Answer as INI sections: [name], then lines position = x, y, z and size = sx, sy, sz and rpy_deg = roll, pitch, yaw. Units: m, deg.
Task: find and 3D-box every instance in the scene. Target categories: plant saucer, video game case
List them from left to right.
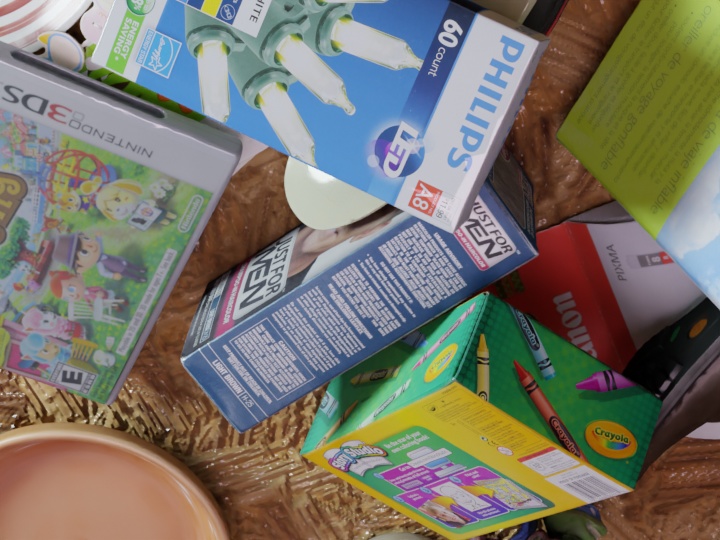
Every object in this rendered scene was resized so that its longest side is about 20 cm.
[video game case]
position = -0.188, -0.026, 0.883
size = 0.181, 0.022, 0.200
rpy_deg = 21, 122, -16
[plant saucer]
position = -0.180, 0.178, 1.012
size = 0.199, 0.038, 0.201
rpy_deg = 1, 119, 1

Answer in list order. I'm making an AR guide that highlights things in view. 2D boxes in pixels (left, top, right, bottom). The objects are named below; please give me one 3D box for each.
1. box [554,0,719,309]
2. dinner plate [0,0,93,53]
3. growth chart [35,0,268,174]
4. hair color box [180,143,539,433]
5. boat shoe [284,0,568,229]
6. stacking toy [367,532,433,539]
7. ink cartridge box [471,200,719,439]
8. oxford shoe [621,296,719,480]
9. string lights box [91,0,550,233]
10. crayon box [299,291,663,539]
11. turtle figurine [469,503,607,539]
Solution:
[box]
position = 0.195, -0.055, 0.787
size = 0.048, 0.200, 0.122
rpy_deg = 5, 126, -41
[dinner plate]
position = -0.222, -0.202, 0.816
size = 0.199, 0.024, 0.201
rpy_deg = 1, 118, 1
[growth chart]
position = -0.132, -0.074, 0.874
size = 0.144, 0.018, 0.200
rpy_deg = 35, 118, -24
[hair color box]
position = 0.000, 0.000, 0.873
size = 0.200, 0.100, 0.061
rpy_deg = -32, 110, 17
[boat shoe]
position = 0.038, -0.100, 0.827
size = 0.074, 0.063, 0.202
rpy_deg = 45, 108, 18
[stacking toy]
position = 0.024, 0.253, 0.952
size = 0.085, 0.200, 0.086
rpy_deg = 1, 119, 1
[ink cartridge box]
position = 0.178, 0.033, 0.914
size = 0.199, 0.050, 0.163
rpy_deg = -21, 115, 10
[oxford shoe]
position = 0.202, 0.062, 0.868
size = 0.084, 0.073, 0.200
rpy_deg = 32, 121, -11
[string lights box]
position = -0.019, -0.109, 0.769
size = 0.199, 0.059, 0.103
rpy_deg = 25, 103, 8
[crayon box]
position = 0.061, 0.090, 0.884
size = 0.118, 0.058, 0.200
rpy_deg = 31, 152, -14
[turtle figurine]
position = 0.145, 0.243, 0.944
size = 0.199, 0.194, 0.144
rpy_deg = 32, 159, -6
